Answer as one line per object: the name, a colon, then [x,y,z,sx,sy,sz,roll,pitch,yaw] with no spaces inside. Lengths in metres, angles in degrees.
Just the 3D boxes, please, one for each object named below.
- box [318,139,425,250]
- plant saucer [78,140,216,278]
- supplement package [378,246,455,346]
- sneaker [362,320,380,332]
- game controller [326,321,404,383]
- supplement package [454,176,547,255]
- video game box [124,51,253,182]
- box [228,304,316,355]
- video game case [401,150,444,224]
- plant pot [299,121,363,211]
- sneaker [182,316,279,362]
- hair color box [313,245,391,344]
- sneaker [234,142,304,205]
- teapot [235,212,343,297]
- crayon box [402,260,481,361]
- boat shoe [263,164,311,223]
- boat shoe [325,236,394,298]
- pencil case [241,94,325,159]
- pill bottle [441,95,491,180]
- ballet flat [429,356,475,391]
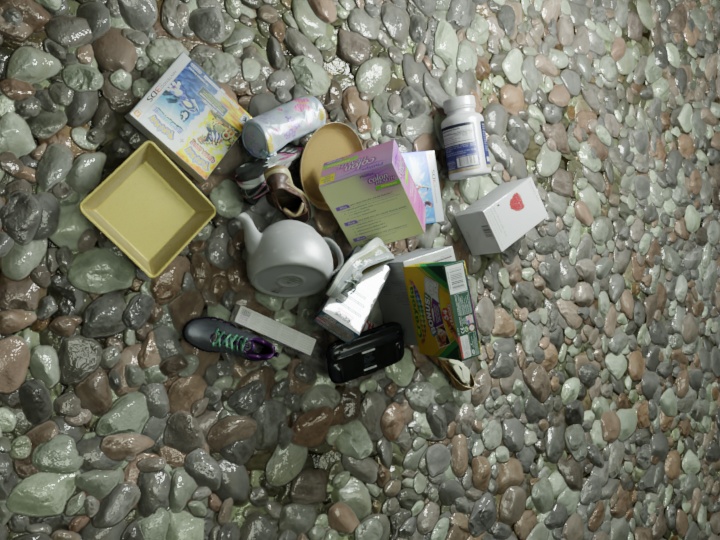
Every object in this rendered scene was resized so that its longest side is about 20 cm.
box: [0.031,-0.162,1.550,0.097,0.175,0.201,-83,151,-47]
plant saucer: [-0.424,-0.120,1.387,0.200,0.048,0.200,48,65,-21]
supplement package: [0.143,0.060,1.659,0.150,0.151,0.202,-17,97,-29]
sneaker: [0.014,0.130,1.626,0.112,0.071,0.201,-29,110,-25]
game controller: [0.014,0.188,1.580,0.199,0.042,0.105,-16,121,-25]
supplement package: [0.372,-0.143,1.828,0.200,0.119,0.122,-35,104,-28]
video game box: [-0.352,-0.317,1.444,0.200,0.047,0.183,41,70,-23]
box: [-0.191,0.131,1.520,0.199,0.039,0.042,27,76,-27]
video game case: [0.107,-0.198,1.715,0.199,0.045,0.183,-10,92,-31]
plant pot: [-0.069,-0.238,1.589,0.199,0.027,0.202,-16,113,-43]
sneaker: [-0.266,0.142,1.446,0.199,0.087,0.075,18,78,-29]
hair color box: [-0.017,0.052,1.543,0.100,0.061,0.201,34,53,-8]
sneaker: [-0.201,-0.213,1.522,0.200,0.080,0.087,-39,145,-38]
teapot: [-0.147,-0.040,1.487,0.196,0.200,0.147,-6,62,7]
crayon box: [0.172,0.084,1.489,0.058,0.172,0.202,-13,95,-26]
boat shoe: [-0.150,-0.142,1.487,0.072,0.200,0.072,-20,60,2]
boat shoe: [0.000,0.000,1.498,0.065,0.075,0.202,43,46,5]
pencil case: [-0.164,-0.315,1.514,0.091,0.083,0.200,42,50,12]
pill bottle: [0.267,-0.339,1.780,0.110,0.111,0.202,-10,93,-31]
ballet flat: [0.228,0.228,1.749,0.068,0.072,0.201,-43,108,-25]
